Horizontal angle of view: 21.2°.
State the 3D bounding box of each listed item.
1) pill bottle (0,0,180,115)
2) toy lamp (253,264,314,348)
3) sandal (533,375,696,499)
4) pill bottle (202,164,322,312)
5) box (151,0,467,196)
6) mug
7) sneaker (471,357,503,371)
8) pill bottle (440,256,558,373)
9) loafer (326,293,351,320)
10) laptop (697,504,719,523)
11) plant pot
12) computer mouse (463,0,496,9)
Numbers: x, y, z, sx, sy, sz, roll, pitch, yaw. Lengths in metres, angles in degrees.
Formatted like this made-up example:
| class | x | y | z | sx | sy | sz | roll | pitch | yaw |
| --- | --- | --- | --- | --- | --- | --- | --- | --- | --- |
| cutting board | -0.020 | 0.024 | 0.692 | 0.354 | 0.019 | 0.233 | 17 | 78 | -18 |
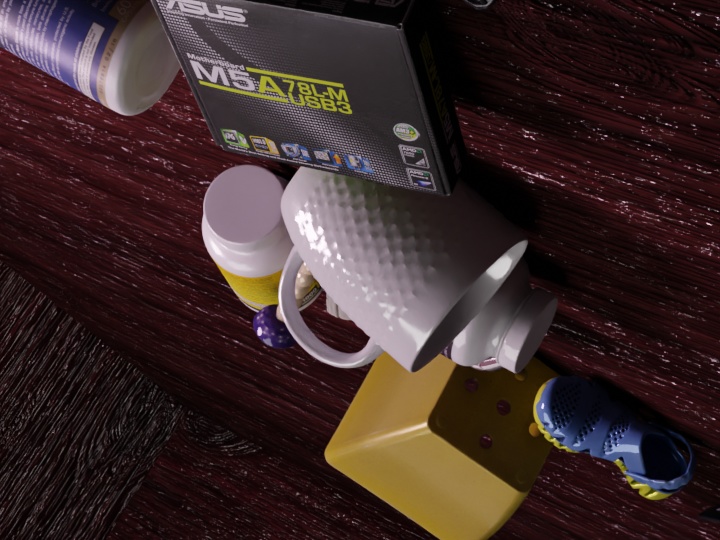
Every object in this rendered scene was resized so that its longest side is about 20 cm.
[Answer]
| class | x | y | z | sx | sy | sz | roll | pitch | yaw |
| --- | --- | --- | --- | --- | --- | --- | --- | --- | --- |
| pill bottle | -0.250 | -0.222 | 1.620 | 0.199 | 0.111 | 0.111 | 29 | 168 | 15 |
| toy lamp | -0.049 | -0.005 | 1.895 | 0.058 | 0.058 | 0.200 | 32 | 134 | 1 |
| sandal | 0.265 | 0.166 | 1.947 | 0.199 | 0.080 | 0.087 | 28 | 167 | -18 |
| pill bottle | -0.100 | -0.033 | 1.985 | 0.112 | 0.113 | 0.200 | 29 | 168 | 17 |
| box | -0.034 | -0.141 | 1.368 | 0.199 | 0.048 | 0.193 | 13 | 153 | 21 |
| mug | 0.011 | -0.009 | 1.598 | 0.175 | 0.200 | 0.148 | 42 | -159 | 11 |
| sneaker | 0.082 | 0.030 | 1.867 | 0.115 | 0.076 | 0.200 | 42 | 166 | -27 |
| pill bottle | 0.071 | 0.010 | 1.713 | 0.199 | 0.113 | 0.113 | 30 | 168 | 16 |
| loafer | 0.000 | 0.000 | 1.995 | 0.069 | 0.070 | 0.200 | 9 | 162 | 5 |
| laptop | 0.436 | 0.237 | 1.695 | 0.200 | 0.104 | 0.177 | 37 | 168 | -18 |
| plant pot | 0.114 | 0.158 | 2.049 | 0.200 | 0.201 | 0.176 | 35 | 157 | -11 |
| computer mouse | 0.056 | -0.202 | 1.067 | 0.138 | 0.053 | 0.200 | 38 | 178 | -16 |
